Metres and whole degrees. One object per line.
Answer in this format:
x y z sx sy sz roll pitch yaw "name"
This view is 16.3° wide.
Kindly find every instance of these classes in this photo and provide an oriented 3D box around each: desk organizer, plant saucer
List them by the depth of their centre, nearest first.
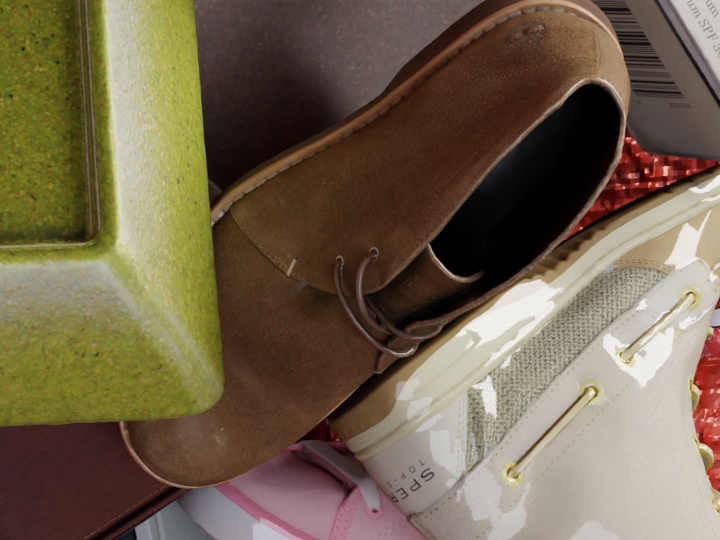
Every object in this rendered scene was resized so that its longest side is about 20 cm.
-0.144 -0.053 0.740 0.199 0.048 0.200 -2 65 -8 "plant saucer"
-0.060 0.017 0.824 0.200 0.072 0.077 -33 114 10 "desk organizer"
0.001 -0.082 0.871 0.200 0.037 0.201 -5 106 -19 "plant saucer"

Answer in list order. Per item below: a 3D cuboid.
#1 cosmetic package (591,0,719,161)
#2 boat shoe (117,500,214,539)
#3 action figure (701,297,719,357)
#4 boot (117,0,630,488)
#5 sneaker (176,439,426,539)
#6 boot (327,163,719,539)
0.158 -0.139 0.869 0.200 0.071 0.105 -45 115 -18 "cosmetic package"
-0.066 0.156 0.896 0.060 0.076 0.201 -12 95 24 "boat shoe"
0.196 -0.040 0.949 0.200 0.052 0.065 -44 118 -1 "action figure"
0.000 0.000 0.744 0.074 0.076 0.200 40 106 -21 "boot"
0.032 0.070 0.898 0.200 0.075 0.105 19 99 -35 "sneaker"
0.104 0.059 0.849 0.200 0.072 0.155 -33 90 -28 "boot"
